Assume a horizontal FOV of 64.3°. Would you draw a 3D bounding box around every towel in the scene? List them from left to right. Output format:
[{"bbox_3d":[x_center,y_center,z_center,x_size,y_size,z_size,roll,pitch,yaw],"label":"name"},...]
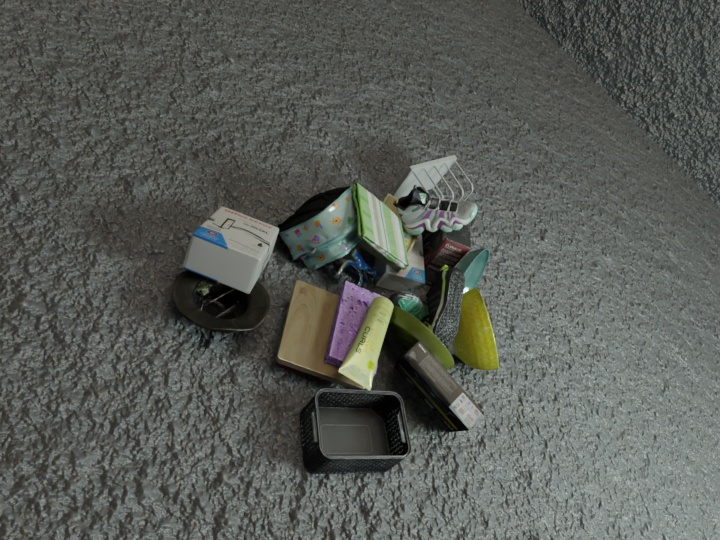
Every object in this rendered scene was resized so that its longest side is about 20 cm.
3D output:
[{"bbox_3d":[0.045,-0.099,1.330,0.199,0.030,0.152,32,42,-49],"label":"towel"}]

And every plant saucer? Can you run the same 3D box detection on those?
[{"bbox_3d":[0.123,0.160,1.286,0.200,0.200,0.031,43,73,5],"label":"plant saucer"},{"bbox_3d":[0.261,0.025,1.458,0.036,0.202,0.199,32,43,22],"label":"plant saucer"}]

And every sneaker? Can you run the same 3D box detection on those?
[{"bbox_3d":[0.114,0.075,1.386,0.199,0.074,0.088,30,24,-52],"label":"sneaker"},{"bbox_3d":[0.170,-0.158,1.376,0.140,0.197,0.079,51,39,-39],"label":"sneaker"},{"bbox_3d":[0.189,0.087,1.339,0.071,0.082,0.203,26,75,-32],"label":"sneaker"}]

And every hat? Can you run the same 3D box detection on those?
[{"bbox_3d":[-0.288,0.078,1.168,0.197,0.082,0.202,14,36,-10],"label":"hat"}]

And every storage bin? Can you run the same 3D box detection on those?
[{"bbox_3d":[-0.011,0.321,1.140,0.196,0.094,0.137,8,54,-24],"label":"storage bin"}]

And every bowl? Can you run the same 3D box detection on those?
[{"bbox_3d":[0.255,0.152,1.387,0.106,0.201,0.203,-14,58,3],"label":"bowl"}]

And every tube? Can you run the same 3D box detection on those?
[{"bbox_3d":[0.020,0.145,1.186,0.057,0.052,0.202,6,49,22],"label":"tube"}]

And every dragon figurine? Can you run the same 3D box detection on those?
[{"bbox_3d":[0.000,0.000,1.339,0.100,0.059,0.200,51,9,-4],"label":"dragon figurine"}]

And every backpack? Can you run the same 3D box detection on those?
[{"bbox_3d":[-0.077,-0.104,1.344,0.154,0.199,0.176,53,45,-8],"label":"backpack"}]

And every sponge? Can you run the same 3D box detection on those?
[{"bbox_3d":[-0.006,0.125,1.236,0.110,0.030,0.202,24,48,-14],"label":"sponge"}]

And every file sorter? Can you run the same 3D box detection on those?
[{"bbox_3d":[0.206,-0.223,1.641,0.198,0.139,0.126,-21,71,-39],"label":"file sorter"}]

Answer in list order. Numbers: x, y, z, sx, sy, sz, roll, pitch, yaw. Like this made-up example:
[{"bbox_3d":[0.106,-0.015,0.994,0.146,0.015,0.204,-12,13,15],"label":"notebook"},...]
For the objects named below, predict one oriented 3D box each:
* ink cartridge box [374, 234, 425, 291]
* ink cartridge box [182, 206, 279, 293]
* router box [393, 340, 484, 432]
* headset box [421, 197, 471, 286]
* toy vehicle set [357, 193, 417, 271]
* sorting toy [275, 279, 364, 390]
[{"bbox_3d":[0.100,-0.045,1.493,0.114,0.067,0.203,15,51,-18],"label":"ink cartridge box"},{"bbox_3d":[-0.266,-0.050,1.207,0.144,0.085,0.201,21,22,-5],"label":"ink cartridge box"},{"bbox_3d":[0.164,0.256,1.243,0.052,0.158,0.200,-40,81,-15],"label":"router box"},{"bbox_3d":[0.216,-0.078,1.494,0.074,0.201,0.151,19,50,-15],"label":"headset box"},{"bbox_3d":[0.084,-0.101,1.461,0.123,0.027,0.201,33,48,-3],"label":"toy vehicle set"},{"bbox_3d":[-0.079,0.151,1.242,0.196,0.070,0.202,22,48,-15],"label":"sorting toy"}]
